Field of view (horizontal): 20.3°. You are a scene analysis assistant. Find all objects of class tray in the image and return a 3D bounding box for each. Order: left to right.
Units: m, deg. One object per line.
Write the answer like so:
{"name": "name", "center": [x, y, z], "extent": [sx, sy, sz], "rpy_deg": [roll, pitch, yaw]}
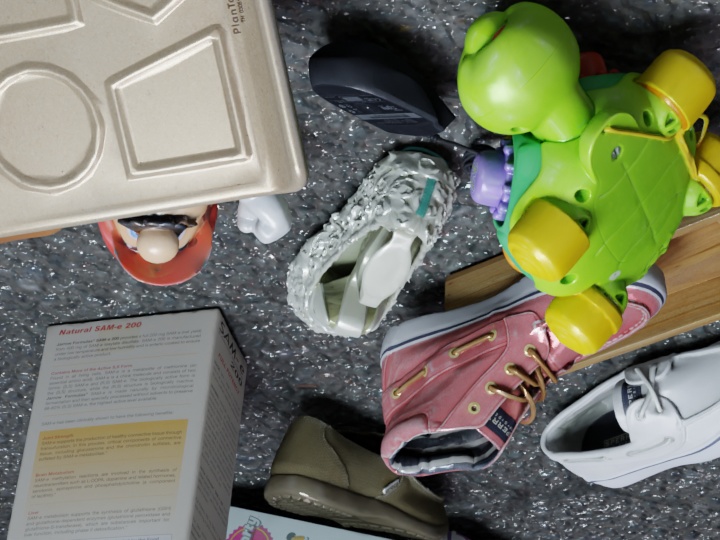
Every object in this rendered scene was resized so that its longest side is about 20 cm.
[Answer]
{"name": "tray", "center": [0.160, 0.007, 1.235], "extent": [0.199, 0.037, 0.098], "rpy_deg": [-23, 138, 33]}

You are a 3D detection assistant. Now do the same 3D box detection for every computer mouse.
{"name": "computer mouse", "center": [0.049, -0.084, 1.115], "extent": [0.199, 0.034, 0.058], "rpy_deg": [25, 166, -41]}

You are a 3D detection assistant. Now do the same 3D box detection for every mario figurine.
{"name": "mario figurine", "center": [-0.104, -0.058, 1.091], "extent": [0.123, 0.106, 0.201], "rpy_deg": [33, 143, 18]}

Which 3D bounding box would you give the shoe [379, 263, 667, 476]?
{"name": "shoe", "center": [0.096, 0.062, 1.208], "extent": [0.199, 0.092, 0.071], "rpy_deg": [-20, 141, 31]}

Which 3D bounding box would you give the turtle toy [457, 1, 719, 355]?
{"name": "turtle toy", "center": [0.113, -0.061, 1.062], "extent": [0.101, 0.146, 0.200], "rpy_deg": [33, 165, 37]}

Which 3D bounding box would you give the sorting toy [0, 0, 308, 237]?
{"name": "sorting toy", "center": [-0.131, -0.118, 0.999], "extent": [0.198, 0.036, 0.187], "rpy_deg": [-7, 106, 19]}

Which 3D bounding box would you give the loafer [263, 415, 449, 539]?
{"name": "loafer", "center": [0.006, 0.151, 1.438], "extent": [0.075, 0.068, 0.200], "rpy_deg": [3, 168, 31]}

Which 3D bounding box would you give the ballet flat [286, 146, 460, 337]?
{"name": "ballet flat", "center": [0.000, 0.000, 1.213], "extent": [0.071, 0.072, 0.200], "rpy_deg": [13, 146, -14]}

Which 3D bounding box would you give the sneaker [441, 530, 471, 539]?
{"name": "sneaker", "center": [0.126, 0.245, 1.576], "extent": [0.113, 0.073, 0.201], "rpy_deg": [-13, 154, 16]}

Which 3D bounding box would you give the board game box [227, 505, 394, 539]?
{"name": "board game box", "center": [-0.051, 0.240, 1.530], "extent": [0.198, 0.065, 0.148], "rpy_deg": [8, 154, 23]}

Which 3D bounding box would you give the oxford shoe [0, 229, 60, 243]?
{"name": "oxford shoe", "center": [-0.247, -0.021, 1.166], "extent": [0.198, 0.072, 0.071], "rpy_deg": [-6, 146, 32]}

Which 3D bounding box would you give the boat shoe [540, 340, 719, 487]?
{"name": "boat shoe", "center": [0.196, 0.094, 1.329], "extent": [0.065, 0.074, 0.200], "rpy_deg": [18, 143, -28]}

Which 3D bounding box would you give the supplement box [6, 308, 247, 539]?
{"name": "supplement box", "center": [-0.150, 0.130, 1.298], "extent": [0.125, 0.201, 0.074], "rpy_deg": [-5, 143, 15]}
